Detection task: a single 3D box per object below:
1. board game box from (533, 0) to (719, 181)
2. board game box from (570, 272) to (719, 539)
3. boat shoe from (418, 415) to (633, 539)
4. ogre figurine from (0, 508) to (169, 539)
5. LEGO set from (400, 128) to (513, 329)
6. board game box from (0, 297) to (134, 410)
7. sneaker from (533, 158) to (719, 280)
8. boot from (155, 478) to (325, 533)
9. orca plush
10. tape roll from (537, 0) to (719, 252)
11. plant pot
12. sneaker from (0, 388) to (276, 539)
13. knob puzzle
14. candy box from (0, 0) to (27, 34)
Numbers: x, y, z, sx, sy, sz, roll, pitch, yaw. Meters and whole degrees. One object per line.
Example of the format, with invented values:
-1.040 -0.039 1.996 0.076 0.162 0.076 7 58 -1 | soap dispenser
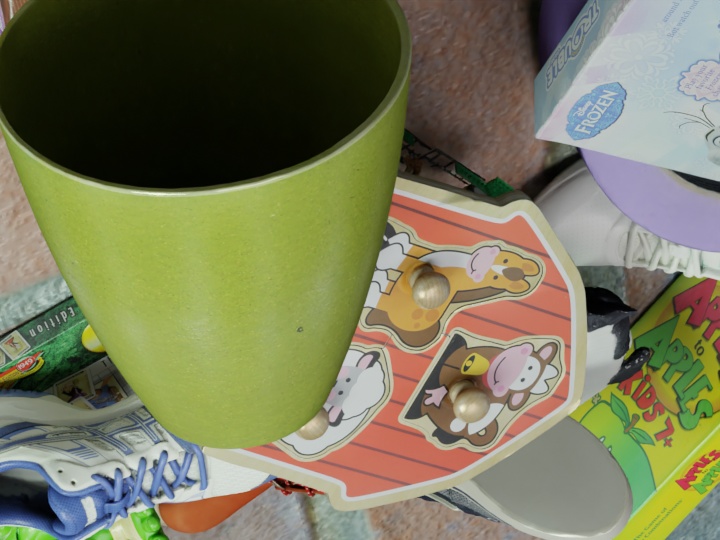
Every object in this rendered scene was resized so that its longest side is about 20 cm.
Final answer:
0.214 -0.114 1.397 0.198 0.044 0.200 12 144 -17 | board game box
0.201 0.081 1.791 0.048 0.102 0.200 17 123 -43 | board game box
0.080 0.116 1.696 0.075 0.200 0.093 -56 153 -14 | boat shoe
-0.169 0.182 1.664 0.120 0.098 0.200 -28 161 -9 | ogre figurine
0.000 0.000 1.532 0.116 0.154 0.200 -28 148 29 | LEGO set
-0.110 0.031 1.595 0.200 0.023 0.105 -30 141 -1 | board game box
0.186 -0.031 1.674 0.200 0.080 0.071 -13 142 -19 | sneaker
-0.042 0.104 1.655 0.200 0.107 0.075 -42 144 19 | boot
0.113 0.031 1.702 0.105 0.071 0.200 -19 162 3 | orca plush
0.200 -0.116 1.516 0.199 0.085 0.201 -5 118 -9 | tape roll
-0.063 -0.020 1.315 0.187 0.187 0.200 -19 133 -14 | plant pot
-0.131 0.112 1.530 0.199 0.088 0.075 -5 126 9 | sneaker
0.040 0.048 1.463 0.219 0.030 0.220 -13 126 -19 | knob puzzle
-0.082 -0.172 1.352 0.199 0.057 0.117 -15 141 -17 | candy box
